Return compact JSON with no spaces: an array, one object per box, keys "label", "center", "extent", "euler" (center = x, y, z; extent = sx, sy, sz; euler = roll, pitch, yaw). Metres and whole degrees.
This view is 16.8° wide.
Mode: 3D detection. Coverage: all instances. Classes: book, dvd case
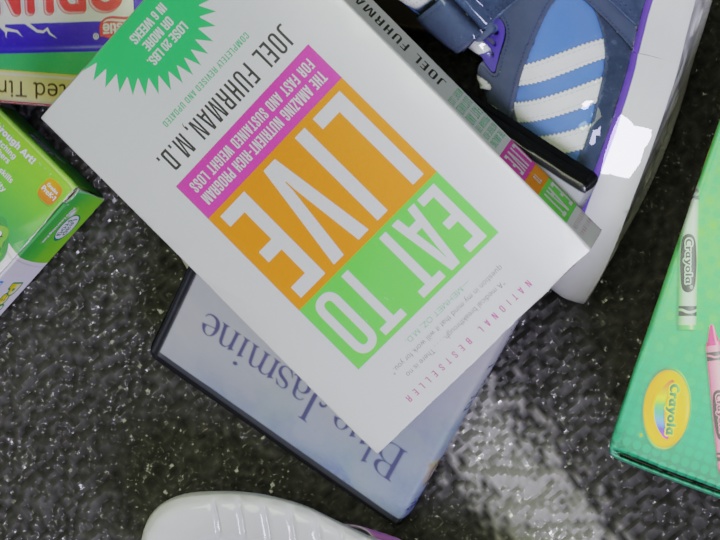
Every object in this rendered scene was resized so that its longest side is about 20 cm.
[{"label":"book","center":[-0.016,-0.042,1.007],"extent":[0.200,0.048,0.134],"euler":[44,116,-2]},{"label":"dvd case","center":[0.000,0.000,1.062],"extent":[0.142,0.018,0.201],"euler":[33,123,10]}]

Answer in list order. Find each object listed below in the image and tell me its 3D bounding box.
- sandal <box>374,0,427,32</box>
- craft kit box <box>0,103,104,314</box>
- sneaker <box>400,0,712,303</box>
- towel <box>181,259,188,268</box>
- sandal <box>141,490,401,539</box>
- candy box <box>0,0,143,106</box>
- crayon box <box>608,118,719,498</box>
[{"label":"sandal","center":[0.008,-0.134,1.116],"extent":[0.199,0.055,0.082],"euler":[-20,86,26]},{"label":"craft kit box","center":[-0.259,-0.031,1.171],"extent":[0.200,0.048,0.198],"euler":[44,97,14]},{"label":"sneaker","center":[0.065,-0.094,1.044],"extent":[0.146,0.081,0.201],"euler":[22,128,10]},{"label":"towel","center":[-0.063,-0.089,1.114],"extent":[0.144,0.023,0.200],"euler":[-40,79,24]},{"label":"sandal","center":[0.000,0.147,1.088],"extent":[0.202,0.050,0.083],"euler":[15,102,2]},{"label":"candy box","center":[-0.136,-0.173,1.079],"extent":[0.168,0.077,0.201],"euler":[5,98,15]},{"label":"crayon box","center":[0.168,-0.005,1.024],"extent":[0.058,0.119,0.201],"euler":[19,89,15]}]
